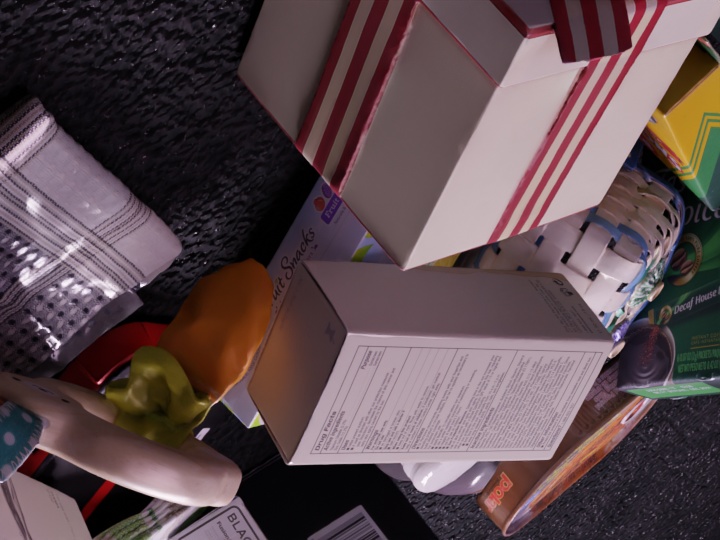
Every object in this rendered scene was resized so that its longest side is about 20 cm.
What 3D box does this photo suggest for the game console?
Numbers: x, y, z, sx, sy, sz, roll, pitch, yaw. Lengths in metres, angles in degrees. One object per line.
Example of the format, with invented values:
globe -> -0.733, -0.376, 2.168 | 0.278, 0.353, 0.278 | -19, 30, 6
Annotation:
game console -> -0.160, 0.112, 1.142 | 0.200, 0.031, 0.176 | -50, 158, 17

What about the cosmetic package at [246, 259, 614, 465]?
cosmetic package -> 0.043, 0.057, 1.082 | 0.198, 0.073, 0.104 | 5, 125, -33

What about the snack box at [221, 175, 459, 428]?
snack box -> 0.000, 0.000, 1.131 | 0.142, 0.053, 0.201 | -7, 133, -56

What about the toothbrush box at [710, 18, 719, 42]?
toothbrush box -> 0.236, -0.178, 1.042 | 0.085, 0.200, 0.146 | -44, 152, 5

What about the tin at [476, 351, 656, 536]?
tin -> 0.159, 0.118, 1.299 | 0.199, 0.042, 0.112 | -32, 163, -40

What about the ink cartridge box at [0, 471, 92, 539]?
ink cartridge box -> -0.253, 0.171, 0.994 | 0.146, 0.083, 0.200 | -35, 147, 9

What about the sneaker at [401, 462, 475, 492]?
sneaker -> 0.083, 0.082, 1.252 | 0.199, 0.089, 0.075 | -17, 148, -50

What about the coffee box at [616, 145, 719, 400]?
coffee box -> 0.239, -0.015, 1.235 | 0.044, 0.202, 0.123 | 18, 165, -30

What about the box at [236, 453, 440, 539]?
box -> -0.005, 0.258, 1.359 | 0.123, 0.200, 0.197 | -29, 151, -21

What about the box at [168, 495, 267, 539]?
box -> -0.092, 0.253, 1.293 | 0.060, 0.117, 0.200 | -29, 164, -21

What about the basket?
basket -> 0.140, -0.016, 1.241 | 0.177, 0.138, 0.200 | -59, -176, 29

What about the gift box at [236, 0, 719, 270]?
gift box -> 0.058, -0.125, 0.906 | 0.199, 0.185, 0.188 | -23, 150, -43

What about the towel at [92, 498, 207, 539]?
towel -> -0.180, 0.207, 1.193 | 0.149, 0.031, 0.200 | -49, 170, 27

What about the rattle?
rattle -> -0.135, 0.049, 0.957 | 0.199, 0.130, 0.143 | 27, 105, -44

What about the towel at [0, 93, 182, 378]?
towel -> -0.196, 0.016, 0.943 | 0.192, 0.035, 0.200 | -41, 153, -2

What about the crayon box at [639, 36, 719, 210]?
crayon box -> 0.181, -0.126, 1.126 | 0.051, 0.127, 0.200 | -42, 152, 3

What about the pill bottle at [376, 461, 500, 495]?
pill bottle -> 0.090, 0.114, 1.371 | 0.199, 0.111, 0.111 | 3, 130, -54
